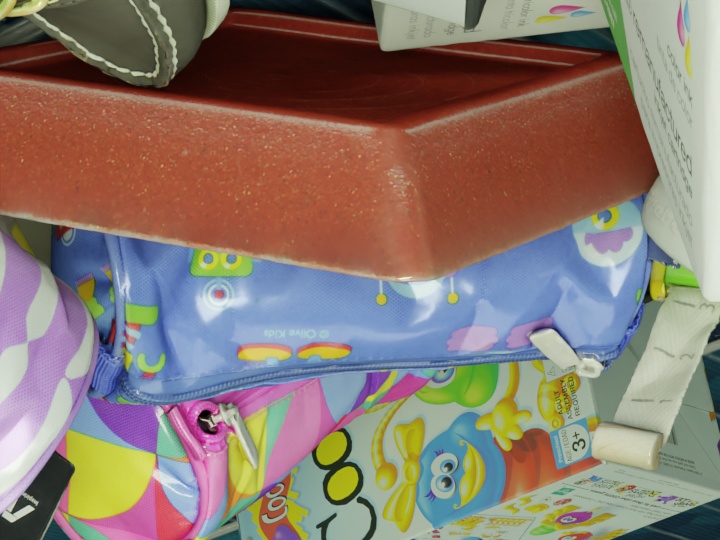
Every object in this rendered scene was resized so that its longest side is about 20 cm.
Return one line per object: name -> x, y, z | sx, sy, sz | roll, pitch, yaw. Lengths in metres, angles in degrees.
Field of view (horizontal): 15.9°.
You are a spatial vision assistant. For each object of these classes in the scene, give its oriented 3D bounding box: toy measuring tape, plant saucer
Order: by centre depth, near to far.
plant saucer -> -0.020, -0.046, 0.758 | 0.199, 0.037, 0.199 | 9, -165, 29
toy measuring tape -> 0.120, -0.018, 0.897 | 0.073, 0.200, 0.074 | 15, 132, 18

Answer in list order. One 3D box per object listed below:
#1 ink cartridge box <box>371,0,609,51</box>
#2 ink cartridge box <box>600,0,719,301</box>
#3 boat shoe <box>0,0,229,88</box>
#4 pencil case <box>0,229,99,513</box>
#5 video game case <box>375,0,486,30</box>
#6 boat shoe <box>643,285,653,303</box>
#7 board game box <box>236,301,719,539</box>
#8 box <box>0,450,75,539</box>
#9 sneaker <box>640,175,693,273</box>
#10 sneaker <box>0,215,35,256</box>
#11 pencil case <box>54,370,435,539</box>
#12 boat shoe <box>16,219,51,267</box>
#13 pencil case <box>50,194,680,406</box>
ink cartridge box -> 0.101, -0.127, 0.733 | 0.198, 0.068, 0.116 | -7, 158, -6
ink cartridge box -> 0.099, -0.118, 0.569 | 0.083, 0.145, 0.201 | -9, 133, -3
boat shoe -> -0.098, -0.097, 0.620 | 0.071, 0.061, 0.201 | 6, 154, 31
pencil case -> -0.156, -0.011, 0.653 | 0.084, 0.086, 0.200 | -10, 140, 46
video game case -> -0.051, -0.136, 0.608 | 0.180, 0.026, 0.200 | 16, 158, 7
boat shoe -> 0.055, -0.020, 0.938 | 0.200, 0.066, 0.070 | 22, 97, -55
board game box -> 0.048, 0.077, 1.152 | 0.199, 0.104, 0.105 | -25, 153, 32
box -> -0.205, 0.025, 0.772 | 0.200, 0.049, 0.161 | 40, 156, -30
sneaker -> 0.184, -0.034, 0.761 | 0.199, 0.073, 0.112 | 10, 116, -39
sneaker -> -0.145, 0.041, 0.864 | 0.075, 0.077, 0.200 | -22, 157, -20
pencil case -> -0.042, 0.043, 0.957 | 0.088, 0.089, 0.200 | -25, -174, 32
boat shoe -> -0.098, -0.021, 0.946 | 0.199, 0.073, 0.063 | -21, -161, 13
pencil case -> 0.000, 0.000, 0.832 | 0.198, 0.087, 0.078 | -3, 149, -16
